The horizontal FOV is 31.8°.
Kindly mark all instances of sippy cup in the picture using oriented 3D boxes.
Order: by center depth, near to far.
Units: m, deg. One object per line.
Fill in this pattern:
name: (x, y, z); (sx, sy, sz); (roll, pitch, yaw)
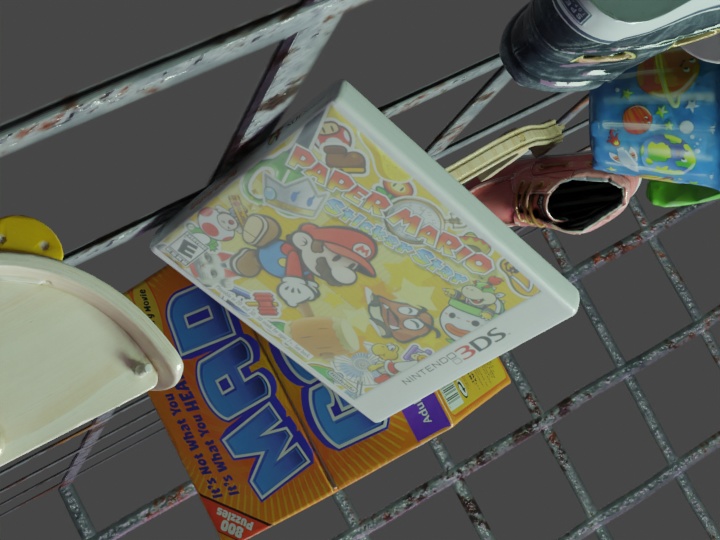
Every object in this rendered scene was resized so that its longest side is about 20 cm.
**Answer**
sippy cup: (0.254, -0.130, 1.038); (0.128, 0.180, 0.140); (1, -164, 16)

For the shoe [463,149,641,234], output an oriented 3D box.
shoe: (0.178, -0.075, 1.263); (0.198, 0.072, 0.091); (-9, -164, 22)

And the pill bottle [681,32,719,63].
pill bottle: (0.265, -0.187, 0.751); (0.199, 0.112, 0.111); (-25, 173, -36)

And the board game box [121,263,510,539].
board game box: (-0.032, 0.059, 0.980); (0.199, 0.202, 0.200); (-31, 174, 18)

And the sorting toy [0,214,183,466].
sorting toy: (-0.219, 0.060, 0.639); (0.199, 0.108, 0.180); (-27, -179, -29)

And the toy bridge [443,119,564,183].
toy bridge: (0.132, -0.110, 1.199); (0.199, 0.027, 0.067); (-27, 174, -39)

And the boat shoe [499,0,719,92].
boat shoe: (0.162, -0.148, 0.634); (0.198, 0.072, 0.091); (-18, 172, -23)

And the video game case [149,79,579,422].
video game case: (0.000, 0.000, 0.763); (0.181, 0.199, 0.023); (-33, -153, 38)
